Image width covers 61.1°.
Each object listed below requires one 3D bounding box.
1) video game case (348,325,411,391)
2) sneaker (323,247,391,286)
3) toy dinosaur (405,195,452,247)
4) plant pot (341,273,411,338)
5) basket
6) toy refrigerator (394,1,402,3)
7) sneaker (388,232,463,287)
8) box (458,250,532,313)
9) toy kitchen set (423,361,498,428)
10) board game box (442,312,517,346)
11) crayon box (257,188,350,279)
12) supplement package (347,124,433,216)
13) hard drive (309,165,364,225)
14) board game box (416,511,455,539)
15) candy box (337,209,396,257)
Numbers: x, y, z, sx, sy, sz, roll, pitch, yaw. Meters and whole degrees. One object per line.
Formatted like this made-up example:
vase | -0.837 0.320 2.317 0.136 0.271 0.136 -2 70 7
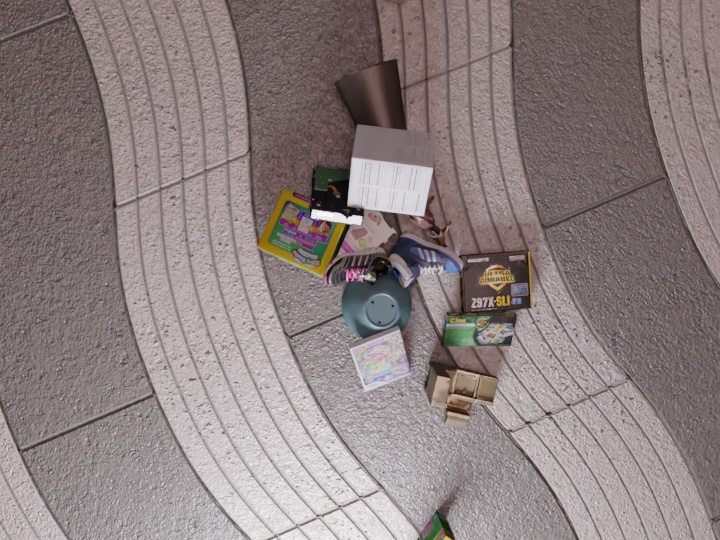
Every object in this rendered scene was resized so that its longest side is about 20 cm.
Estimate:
video game case | 0.056 0.242 1.650 0.141 0.018 0.202 -21 134 -4
sneaker | 0.000 0.000 1.580 0.197 0.087 0.075 -18 131 -29
toy dinosaur | 0.173 -0.137 1.634 0.086 0.198 0.137 -47 55 24
plant pot | 0.050 0.100 1.644 0.196 0.135 0.204 0 94 -5
basket | 0.043 -0.427 1.617 0.177 0.136 0.203 -16 99 11
toy refrigerator | 0.102 -0.832 1.629 0.074 0.070 0.204 9 93 -12
sneaker | 0.167 -0.001 1.651 0.197 0.081 0.148 26 65 3
box | 0.377 0.031 1.709 0.196 0.049 0.163 -4 95 -4
toy kitchen set | 0.273 0.363 1.653 0.196 0.180 0.166 12 93 -1
board game box | 0.332 0.165 1.704 0.196 0.024 0.106 1 122 -5
crayon box | -0.146 -0.096 1.607 0.197 0.058 0.175 23 85 11
supplement package | 0.075 -0.252 1.535 0.196 0.153 0.152 7 134 0
hard drive | -0.062 -0.198 1.596 0.137 0.202 0.038 7 133 -9
board game box | 0.183 0.791 1.685 0.040 0.153 0.202 34 90 -4
candy box | -0.018 -0.089 1.664 0.199 0.061 0.137 -40 93 0
